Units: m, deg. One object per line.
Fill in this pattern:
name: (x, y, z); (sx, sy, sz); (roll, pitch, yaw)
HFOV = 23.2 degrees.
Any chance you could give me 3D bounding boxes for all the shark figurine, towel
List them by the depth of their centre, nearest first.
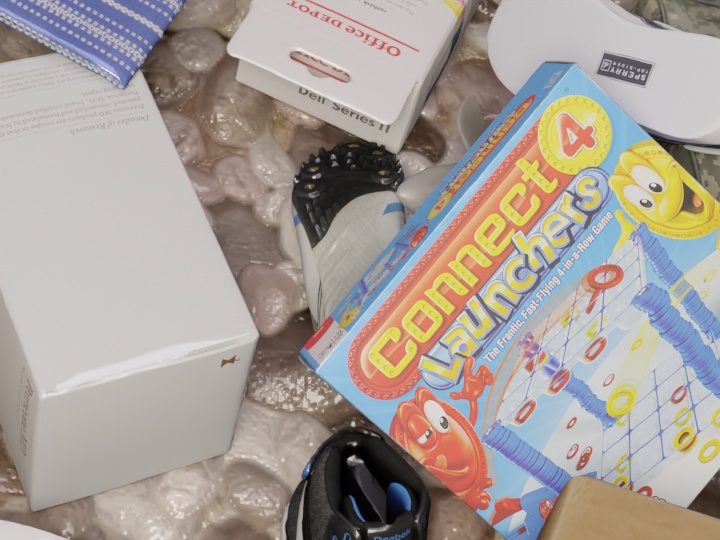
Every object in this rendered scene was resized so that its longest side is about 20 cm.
towel: (-0.149, -0.197, 0.976); (0.144, 0.024, 0.201); (28, 53, 0)
shark figurine: (0.115, -0.092, 1.033); (0.128, 0.089, 0.216); (39, 56, -21)

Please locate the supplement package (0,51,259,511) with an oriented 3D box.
supplement package: (-0.146, 0.000, 0.917); (0.116, 0.117, 0.201); (-14, 59, -23)

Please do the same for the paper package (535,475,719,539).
paper package: (0.141, 0.214, 0.764); (0.189, 0.104, 0.201); (17, 51, 10)

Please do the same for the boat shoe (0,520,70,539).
boat shoe: (-0.129, 0.181, 0.828); (0.198, 0.071, 0.070); (24, 50, -4)

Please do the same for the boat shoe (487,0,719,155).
boat shoe: (0.149, -0.106, 0.946); (0.067, 0.072, 0.199); (21, 2, -41)

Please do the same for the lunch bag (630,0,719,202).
lunch bag: (0.228, -0.054, 1.039); (0.166, 0.140, 0.202); (11, 52, -19)

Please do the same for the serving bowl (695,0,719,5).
serving bowl: (0.229, -0.190, 1.042); (0.197, 0.200, 0.067); (7, 89, -9)

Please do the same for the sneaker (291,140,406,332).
sneaker: (0.000, 0.000, 0.993); (0.071, 0.073, 0.201); (-5, 42, -3)

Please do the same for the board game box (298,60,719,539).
board game box: (0.106, 0.034, 0.889); (0.195, 0.056, 0.200); (41, 88, -13)

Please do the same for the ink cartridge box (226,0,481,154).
ink cartridge box: (-0.001, -0.152, 1.085); (0.116, 0.068, 0.201); (25, 50, 5)

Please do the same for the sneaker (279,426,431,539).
sneaker: (0.009, 0.170, 0.838); (0.072, 0.112, 0.202); (-11, 58, -18)
